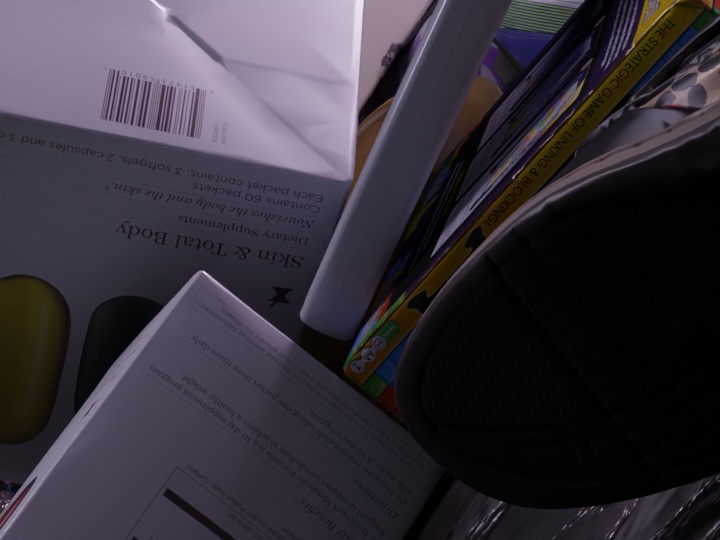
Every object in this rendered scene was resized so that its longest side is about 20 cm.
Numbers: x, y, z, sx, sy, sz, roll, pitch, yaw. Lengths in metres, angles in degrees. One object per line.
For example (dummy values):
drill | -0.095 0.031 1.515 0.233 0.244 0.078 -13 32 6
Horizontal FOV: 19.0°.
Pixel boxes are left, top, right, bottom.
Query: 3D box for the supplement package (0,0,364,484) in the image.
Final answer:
supplement package | -0.094 -0.027 0.875 0.151 0.152 0.200 -87 11 -46

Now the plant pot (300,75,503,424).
plant pot | 0.000 0.000 0.941 0.200 0.027 0.200 -51 23 32

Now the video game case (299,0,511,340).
video game case | 0.037 -0.084 0.772 0.182 0.024 0.200 -61 -4 -78

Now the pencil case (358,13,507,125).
pencil case | 0.063 -0.095 1.061 0.084 0.085 0.200 -46 1 -29

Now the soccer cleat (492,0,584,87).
soccer cleat | 0.060 -0.147 0.930 0.065 0.200 0.084 -6 -42 -55

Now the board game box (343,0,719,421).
board game box | 0.081 -0.043 0.736 0.165 0.057 0.200 -47 7 24

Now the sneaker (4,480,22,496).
sneaker | -0.110 0.021 1.020 0.076 0.077 0.200 -26 13 48

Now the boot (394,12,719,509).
boot | 0.098 -0.041 0.486 0.200 0.073 0.151 -44 9 27

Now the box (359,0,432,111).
box | -0.016 -0.120 1.075 0.200 0.068 0.082 -58 7 -35

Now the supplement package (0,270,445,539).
supplement package | -0.080 0.121 0.708 0.200 0.110 0.114 -55 6 -32
